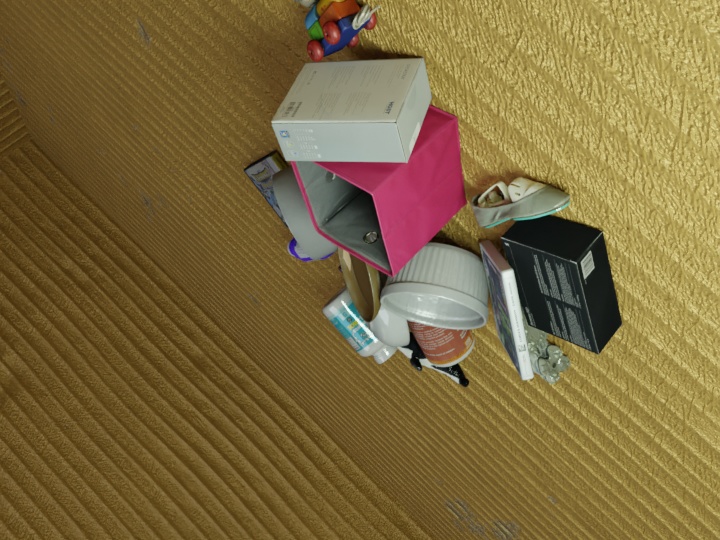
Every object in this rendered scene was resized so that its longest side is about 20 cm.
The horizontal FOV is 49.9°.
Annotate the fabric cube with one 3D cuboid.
[{"bbox_3d":[0.033,-0.152,1.268,0.196,0.199,0.201,30,153,34],"label":"fabric cube"}]

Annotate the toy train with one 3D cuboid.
[{"bbox_3d":[-0.033,-0.401,1.143,0.116,0.084,0.200,63,156,-4],"label":"toy train"}]

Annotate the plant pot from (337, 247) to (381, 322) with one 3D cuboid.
[{"bbox_3d":[0.000,0.000,1.485,0.200,0.027,0.202,164,90,-76],"label":"plant pot"}]

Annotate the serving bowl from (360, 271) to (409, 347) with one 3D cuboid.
[{"bbox_3d":[0.035,0.071,1.609,0.200,0.065,0.202,160,90,-82],"label":"serving bowl"}]

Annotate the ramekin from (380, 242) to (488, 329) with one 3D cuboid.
[{"bbox_3d":[0.142,0.028,1.411,0.198,0.106,0.200,12,162,4],"label":"ramekin"}]

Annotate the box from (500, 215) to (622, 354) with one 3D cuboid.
[{"bbox_3d":[0.314,0.018,1.201,0.141,0.079,0.201,21,147,43],"label":"box"}]

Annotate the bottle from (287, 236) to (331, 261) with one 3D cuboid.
[{"bbox_3d":[-0.119,-0.062,1.855,0.065,0.084,0.200,52,158,-15],"label":"bottle"}]

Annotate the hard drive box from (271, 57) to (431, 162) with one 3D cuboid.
[{"bbox_3d":[-0.010,-0.241,1.161,0.198,0.157,0.077,4,140,23],"label":"hard drive box"}]

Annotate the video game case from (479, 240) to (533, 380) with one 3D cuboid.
[{"bbox_3d":[0.239,0.060,1.279,0.200,0.023,0.183,-96,-8,-75],"label":"video game case"}]

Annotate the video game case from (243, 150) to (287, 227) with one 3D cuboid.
[{"bbox_3d":[-0.188,-0.189,1.844,0.181,0.025,0.200,53,157,-14],"label":"video game case"}]

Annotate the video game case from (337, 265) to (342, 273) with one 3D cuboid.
[{"bbox_3d":[0.053,0.046,1.775,0.200,0.036,0.181,49,158,-11],"label":"video game case"}]

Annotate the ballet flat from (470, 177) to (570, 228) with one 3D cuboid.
[{"bbox_3d":[0.231,-0.107,1.164,0.064,0.067,0.200,62,155,-9],"label":"ballet flat"}]

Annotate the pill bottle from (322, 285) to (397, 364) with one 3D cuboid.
[{"bbox_3d":[0.006,0.136,1.924,0.200,0.111,0.111,48,158,-5],"label":"pill bottle"}]

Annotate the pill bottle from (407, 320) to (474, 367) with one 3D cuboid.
[{"bbox_3d":[0.149,0.092,1.585,0.112,0.112,0.201,15,142,53],"label":"pill bottle"}]

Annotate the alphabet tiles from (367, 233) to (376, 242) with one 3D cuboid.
[{"bbox_3d":[0.005,-0.083,1.695,0.201,0.006,0.166,56,157,-21],"label":"alphabet tiles"}]

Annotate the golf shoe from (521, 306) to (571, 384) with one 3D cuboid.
[{"bbox_3d":[0.301,0.120,1.409,0.097,0.078,0.201,23,147,57],"label":"golf shoe"}]

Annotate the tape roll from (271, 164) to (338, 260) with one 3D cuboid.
[{"bbox_3d":[-0.107,-0.124,1.604,0.201,0.066,0.201,62,-169,-20],"label":"tape roll"}]

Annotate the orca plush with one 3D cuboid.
[{"bbox_3d":[0.172,0.190,1.769,0.200,0.105,0.071,40,126,24],"label":"orca plush"}]
